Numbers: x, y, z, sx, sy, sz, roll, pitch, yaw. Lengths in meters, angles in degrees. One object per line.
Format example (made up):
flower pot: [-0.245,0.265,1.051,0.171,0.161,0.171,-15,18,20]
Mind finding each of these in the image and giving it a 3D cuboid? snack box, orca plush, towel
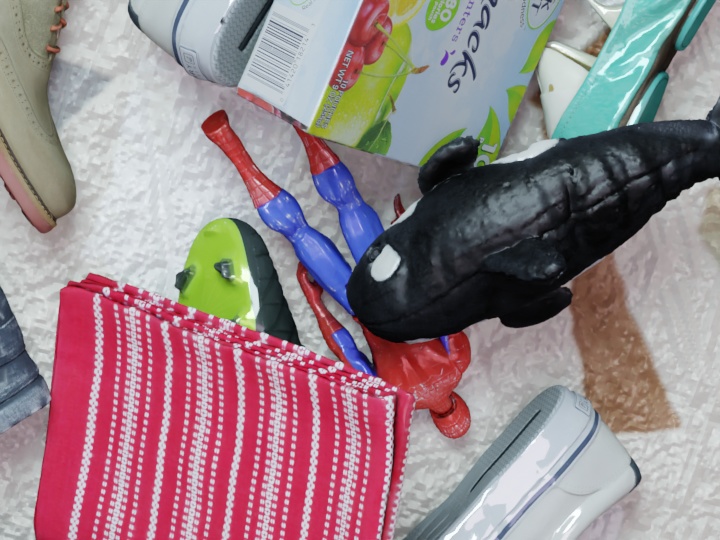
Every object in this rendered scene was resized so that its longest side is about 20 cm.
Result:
snack box: [0.041,-0.149,1.002,0.142,0.053,0.201,11,105,-54]
orca plush: [0.090,-0.007,1.005,0.199,0.071,0.106,-11,123,1]
towel: [-0.069,0.094,1.035,0.199,0.022,0.146,18,106,33]

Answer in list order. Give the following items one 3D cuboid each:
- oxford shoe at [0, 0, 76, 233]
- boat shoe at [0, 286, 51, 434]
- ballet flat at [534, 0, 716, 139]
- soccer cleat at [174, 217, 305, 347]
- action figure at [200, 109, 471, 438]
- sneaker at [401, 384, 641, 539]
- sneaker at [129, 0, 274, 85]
oxford shoe: [-0.156,-0.117,1.019,0.074,0.070,0.201,-18,105,-8]
boat shoe: [-0.246,0.070,1.047,0.199,0.071,0.091,-27,102,-1]
ballet flat: [0.123,-0.109,1.061,0.070,0.067,0.201,29,98,13]
soccer cleat: [-0.041,0.073,1.079,0.081,0.067,0.201,-9,90,-43]
action figure: [0.000,0.000,1.071,0.065,0.052,0.201,-29,108,6]
sneaker: [0.058,0.151,1.096,0.071,0.073,0.200,42,95,-9]
sneaker: [-0.035,-0.181,1.011,0.071,0.073,0.200,31,81,27]
